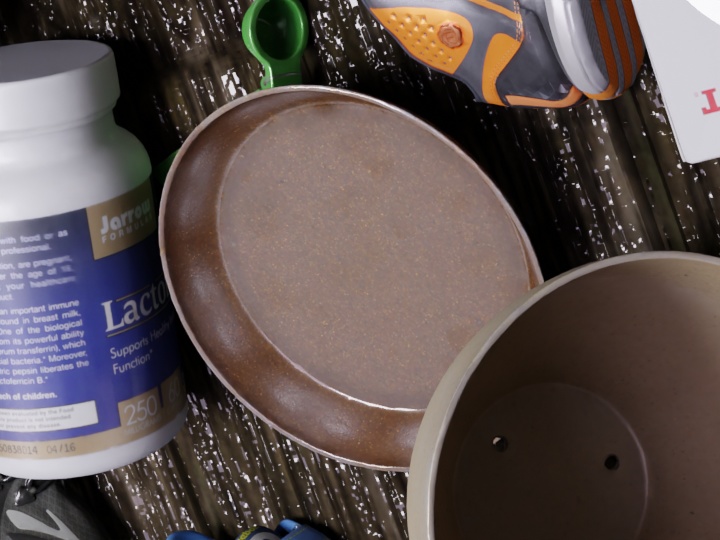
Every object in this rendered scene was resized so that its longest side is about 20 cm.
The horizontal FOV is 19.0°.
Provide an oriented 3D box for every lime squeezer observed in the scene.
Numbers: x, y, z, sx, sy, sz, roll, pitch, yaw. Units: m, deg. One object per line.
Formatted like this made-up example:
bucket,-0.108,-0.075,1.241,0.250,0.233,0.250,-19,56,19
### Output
lime squeezer,-0.050,-0.107,1.018,0.071,0.037,0.201,60,141,44

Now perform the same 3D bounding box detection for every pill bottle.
pill bottle,-0.155,-0.008,1.078,0.115,0.115,0.202,7,113,35

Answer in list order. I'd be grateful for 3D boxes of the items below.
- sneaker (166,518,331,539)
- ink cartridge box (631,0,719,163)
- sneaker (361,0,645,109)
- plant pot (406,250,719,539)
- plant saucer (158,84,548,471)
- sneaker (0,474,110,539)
sneaker,-0.029,0.172,1.089,0.199,0.074,0.083,-5,103,36
ink cartridge box,0.172,-0.162,0.744,0.146,0.146,0.202,-12,101,39
sneaker,0.041,-0.160,0.890,0.111,0.077,0.202,-3,107,37
plant pot,0.102,0.094,0.902,0.202,0.199,0.134,66,165,-5
plant saucer,0.000,0.000,0.999,0.199,0.035,0.202,14,125,21
sneaker,-0.197,0.089,1.178,0.084,0.077,0.201,-34,88,45
